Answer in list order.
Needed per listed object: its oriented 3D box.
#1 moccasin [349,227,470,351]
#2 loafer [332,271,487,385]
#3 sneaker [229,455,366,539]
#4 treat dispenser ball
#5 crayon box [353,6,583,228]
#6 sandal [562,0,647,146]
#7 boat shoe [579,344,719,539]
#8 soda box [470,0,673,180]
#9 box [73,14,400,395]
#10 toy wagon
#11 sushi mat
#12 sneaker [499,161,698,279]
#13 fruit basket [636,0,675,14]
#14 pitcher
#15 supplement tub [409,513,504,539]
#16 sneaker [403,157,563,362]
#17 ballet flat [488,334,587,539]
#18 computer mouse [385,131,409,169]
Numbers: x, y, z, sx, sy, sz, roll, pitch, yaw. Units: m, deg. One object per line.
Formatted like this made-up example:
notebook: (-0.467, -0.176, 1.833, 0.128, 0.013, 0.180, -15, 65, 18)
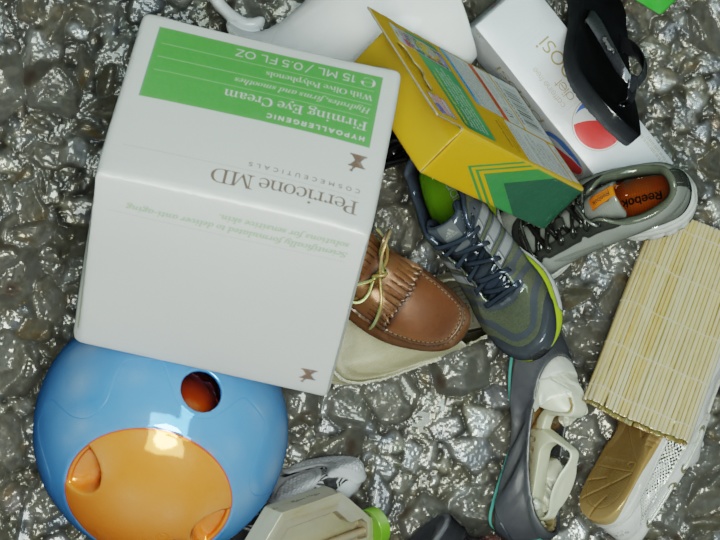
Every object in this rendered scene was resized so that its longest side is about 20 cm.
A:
moccasin: (0.001, -0.001, 1.613, 0.201, 0.078, 0.074, 38, 85, 20)
loafer: (0.053, 0.040, 1.664, 0.199, 0.068, 0.076, -23, 94, -9)
sneaker: (-0.068, 0.240, 1.644, 0.199, 0.075, 0.115, -30, 105, -15)
treat dispenser ball: (-0.157, 0.126, 1.561, 0.200, 0.201, 0.202, 0, 90, -10)
crayon box: (0.075, -0.116, 1.545, 0.052, 0.200, 0.126, -44, 53, 20)
sandal: (0.203, -0.185, 1.636, 0.076, 0.201, 0.043, 34, 126, -31)
boat shoe: (0.261, 0.143, 1.707, 0.069, 0.071, 0.200, 43, 74, -33)
soda box: (0.173, -0.145, 1.685, 0.064, 0.068, 0.200, -41, 96, -8)
box: (-0.092, -0.046, 1.456, 0.198, 0.200, 0.172, 13, 51, -3)
toy wagon: (-0.044, 0.278, 1.593, 0.155, 0.039, 0.201, -14, 110, -40)
sushi mat: (0.264, 0.045, 1.686, 0.095, 0.012, 0.201, 22, 66, 4)
sneaker: (0.174, -0.043, 1.616, 0.199, 0.079, 0.074, -22, 75, 8)
fruit basket: (0.232, -0.345, 1.666, 0.214, 0.156, 0.217, 0, 105, -1)
pitcher: (-0.018, -0.206, 1.632, 0.199, 0.121, 0.172, -18, 91, 2)
supplement tub: (0.119, 0.294, 1.656, 0.200, 0.107, 0.107, 45, 83, -7)
sneaker: (0.089, -0.014, 1.576, 0.074, 0.081, 0.200, -39, 69, 20)
ballet flat: (0.158, 0.134, 1.679, 0.073, 0.073, 0.201, 9, 90, -10)
computer mouse: (-0.038, -0.102, 1.577, 0.200, 0.140, 0.046, 23, 47, -45)
